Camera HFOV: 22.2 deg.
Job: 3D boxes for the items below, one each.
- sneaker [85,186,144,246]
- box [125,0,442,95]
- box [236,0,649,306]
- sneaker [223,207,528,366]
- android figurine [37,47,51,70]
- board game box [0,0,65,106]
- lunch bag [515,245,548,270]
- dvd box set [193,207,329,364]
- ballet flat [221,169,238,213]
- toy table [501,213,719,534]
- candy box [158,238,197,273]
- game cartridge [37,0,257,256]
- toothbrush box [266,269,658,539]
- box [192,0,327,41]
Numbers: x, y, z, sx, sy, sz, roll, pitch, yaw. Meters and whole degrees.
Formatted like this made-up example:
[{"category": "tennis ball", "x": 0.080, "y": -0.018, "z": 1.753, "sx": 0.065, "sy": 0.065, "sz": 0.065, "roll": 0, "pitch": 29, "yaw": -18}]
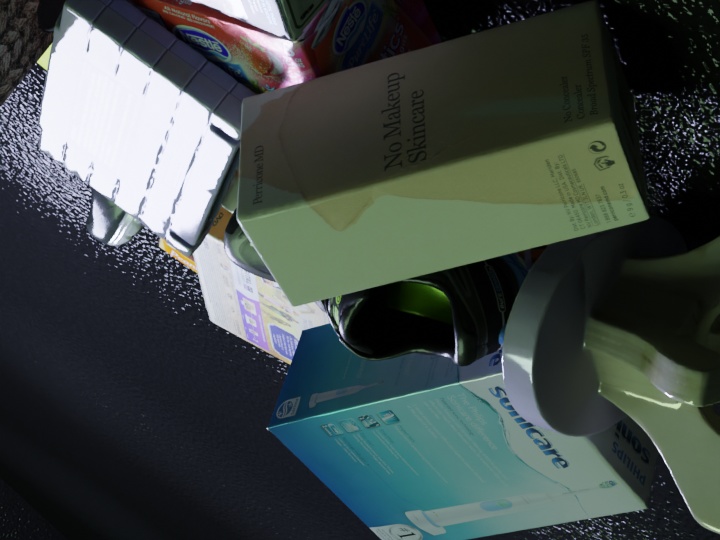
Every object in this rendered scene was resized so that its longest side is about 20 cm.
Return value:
[{"category": "sneaker", "x": -0.158, "y": -0.103, "z": 1.217, "sx": 0.084, "sy": 0.075, "sz": 0.200, "roll": 21, "pitch": 129, "yaw": -6}, {"category": "box", "x": -0.067, "y": -0.153, "z": 1.053, "sx": 0.199, "sy": 0.096, "sz": 0.100, "roll": 21, "pitch": 155, "yaw": 35}, {"category": "box", "x": 0.041, "y": -0.059, "z": 0.950, "sx": 0.199, "sy": 0.095, "sz": 0.078, "roll": -15, "pitch": 138, "yaw": 14}, {"category": "sneaker", "x": 0.000, "y": 0.000, "z": 1.011, "sx": 0.199, "sy": 0.083, "sz": 0.071, "roll": 20, "pitch": 128, "yaw": 31}, {"category": "android figurine", "x": -0.203, "y": -0.178, "z": 1.279, "sx": 0.200, "sy": 0.041, "sz": 0.182, "roll": 37, "pitch": 156, "yaw": 15}, {"category": "board game box", "x": -0.240, "y": -0.200, "z": 1.077, "sx": 0.097, "sy": 0.200, "sz": 0.160, "roll": 24, "pitch": 157, "yaw": 27}, {"category": "lunch bag", "x": 0.109, "y": 0.040, "z": 1.236, "sx": 0.160, "sy": 0.076, "sz": 0.200, "roll": 11, "pitch": 147, "yaw": 54}, {"category": "dvd box set", "x": -0.024, "y": 0.036, "z": 1.274, "sx": 0.199, "sy": 0.029, "sz": 0.147, "roll": 27, "pitch": 156, "yaw": 18}, {"category": "ballet flat", "x": -0.043, "y": -0.029, "z": 1.181, "sx": 0.200, "sy": 0.072, "sz": 0.072, "roll": 39, "pitch": 162, "yaw": 20}, {"category": "toy table", "x": 0.175, "y": 0.039, "z": 1.003, "sx": 0.117, "sy": 0.200, "sz": 0.185, "roll": 17, "pitch": 114, "yaw": 32}, {"category": "candy box", "x": -0.063, "y": -0.001, "z": 1.446, "sx": 0.200, "sy": 0.055, "sz": 0.115, "roll": 35, "pitch": 160, "yaw": 4}, {"category": "game cartridge", "x": -0.131, "y": -0.089, "z": 1.098, "sx": 0.130, "sy": 0.038, "sz": 0.200, "roll": 40, "pitch": 156, "yaw": 2}, {"category": "toothbrush box", "x": 0.068, "y": 0.091, "z": 1.146, "sx": 0.199, "sy": 0.086, "sz": 0.146, "roll": -16, "pitch": 130, "yaw": 37}, {"category": "box", "x": -0.085, "y": -0.206, "z": 0.941, "sx": 0.199, "sy": 0.117, "sz": 0.060, "roll": 26, "pitch": 156, "yaw": 29}]
